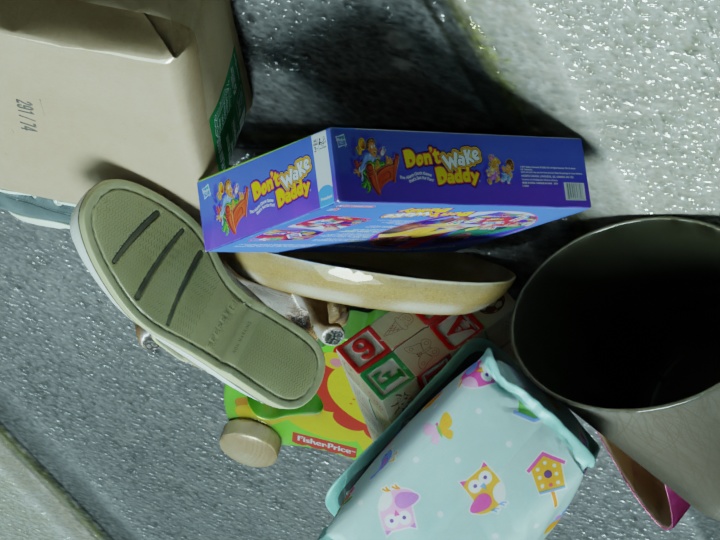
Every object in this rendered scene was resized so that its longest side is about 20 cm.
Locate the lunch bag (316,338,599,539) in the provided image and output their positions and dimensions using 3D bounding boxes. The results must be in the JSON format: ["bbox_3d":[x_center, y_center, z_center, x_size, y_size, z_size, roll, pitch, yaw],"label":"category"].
[{"bbox_3d":[0.065,0.139,1.793,0.122,0.170,0.200,43,-176,1],"label":"lunch bag"}]

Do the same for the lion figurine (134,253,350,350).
[{"bbox_3d":[-0.083,0.011,1.846,0.199,0.123,0.073,22,118,-32],"label":"lion figurine"}]

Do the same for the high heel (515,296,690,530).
[{"bbox_3d":[0.170,0.094,1.888,0.200,0.097,0.067,33,150,-28],"label":"high heel"}]

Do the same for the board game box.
[{"bbox_3d":[0.021,-0.046,1.670,0.199,0.045,0.134,0,168,-40],"label":"board game box"}]

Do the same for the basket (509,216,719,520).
[{"bbox_3d":[0.217,0.073,1.788,0.179,0.137,0.200,0,152,30],"label":"basket"}]

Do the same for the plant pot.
[{"bbox_3d":[0.000,0.000,1.773,0.199,0.028,0.200,8,-173,-1],"label":"plant pot"}]

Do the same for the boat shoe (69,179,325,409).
[{"bbox_3d":[-0.112,0.018,1.719,0.200,0.075,0.068,45,161,-26],"label":"boat shoe"}]

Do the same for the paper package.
[{"bbox_3d":[-0.171,-0.129,1.670,0.190,0.104,0.200,13,152,11],"label":"paper package"}]

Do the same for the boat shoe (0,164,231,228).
[{"bbox_3d":[-0.175,-0.063,1.834,0.199,0.073,0.062,4,155,36],"label":"boat shoe"}]

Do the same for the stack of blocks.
[{"bbox_3d":[0.066,0.095,1.905,0.059,0.115,0.200,47,166,36],"label":"stack of blocks"}]

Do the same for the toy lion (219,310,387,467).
[{"bbox_3d":[-0.002,0.089,2.035,0.199,0.069,0.192,13,146,6],"label":"toy lion"}]
